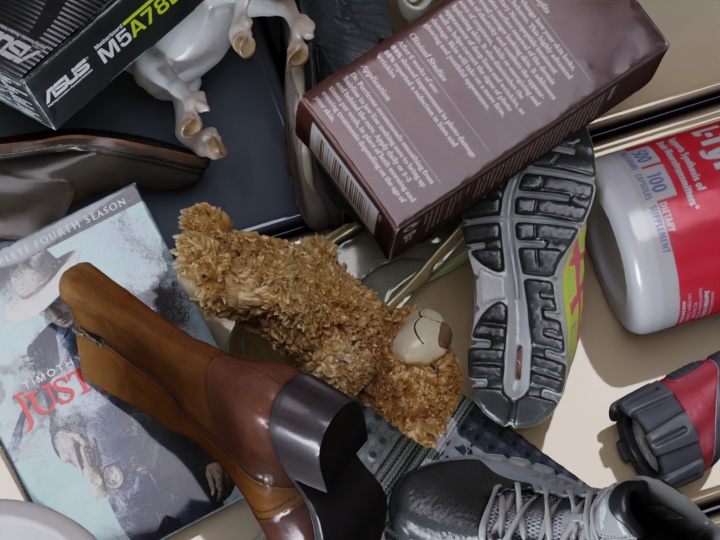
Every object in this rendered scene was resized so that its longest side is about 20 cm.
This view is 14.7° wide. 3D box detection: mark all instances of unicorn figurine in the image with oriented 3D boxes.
[{"bbox_3d":[-0.109,-0.140,1.718,0.200,0.074,0.138,-36,50,6],"label":"unicorn figurine"}]

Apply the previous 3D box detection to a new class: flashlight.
[{"bbox_3d":[0.251,0.068,1.692,0.199,0.068,0.068,-23,54,-14],"label":"flashlight"}]

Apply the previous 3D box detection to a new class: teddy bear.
[{"bbox_3d":[-0.023,0.022,1.606,0.200,0.145,0.067,34,102,5],"label":"teddy bear"}]

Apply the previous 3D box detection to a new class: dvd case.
[{"bbox_3d":[-0.154,0.068,1.671,0.146,0.022,0.201,-26,87,-10],"label":"dvd case"}]

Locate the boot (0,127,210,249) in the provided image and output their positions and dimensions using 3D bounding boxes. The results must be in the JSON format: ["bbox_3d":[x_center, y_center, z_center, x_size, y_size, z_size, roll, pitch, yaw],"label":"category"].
[{"bbox_3d":[-0.195,-0.041,1.720,0.199,0.075,0.097,4,96,-11],"label":"boot"}]

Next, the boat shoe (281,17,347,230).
[{"bbox_3d":[-0.012,-0.123,1.739,0.073,0.075,0.201,-1,72,-3],"label":"boat shoe"}]

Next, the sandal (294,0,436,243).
[{"bbox_3d":[0.002,-0.112,1.680,0.075,0.048,0.201,-10,72,-22],"label":"sandal"}]

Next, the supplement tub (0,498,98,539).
[{"bbox_3d":[-0.195,0.218,1.547,0.144,0.200,0.145,1,71,-3],"label":"supplement tub"}]

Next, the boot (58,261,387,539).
[{"bbox_3d":[-0.087,0.102,1.601,0.200,0.189,0.069,24,60,27],"label":"boot"}]

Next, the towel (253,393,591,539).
[{"bbox_3d":[0.042,0.179,1.665,0.192,0.035,0.200,35,71,6],"label":"towel"}]

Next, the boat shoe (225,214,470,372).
[{"bbox_3d":[0.002,0.002,1.701,0.200,0.063,0.073,-32,75,-13],"label":"boat shoe"}]

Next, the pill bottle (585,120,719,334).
[{"bbox_3d":[0.243,-0.040,1.700,0.199,0.112,0.113,-17,73,-8],"label":"pill bottle"}]

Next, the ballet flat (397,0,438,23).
[{"bbox_3d":[0.070,-0.171,1.706,0.200,0.069,0.071,30,74,9],"label":"ballet flat"}]

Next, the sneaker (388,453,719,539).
[{"bbox_3d":[0.119,0.138,1.607,0.199,0.116,0.075,11,70,-3],"label":"sneaker"}]

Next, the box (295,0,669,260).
[{"bbox_3d":[0.069,-0.106,1.619,0.200,0.075,0.100,-34,80,-10],"label":"box"}]

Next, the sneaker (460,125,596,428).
[{"bbox_3d":[0.102,-0.005,1.686,0.078,0.090,0.201,8,87,12],"label":"sneaker"}]

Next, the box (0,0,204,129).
[{"bbox_3d":[-0.172,-0.185,1.708,0.193,0.048,0.200,-40,35,-16],"label":"box"}]
